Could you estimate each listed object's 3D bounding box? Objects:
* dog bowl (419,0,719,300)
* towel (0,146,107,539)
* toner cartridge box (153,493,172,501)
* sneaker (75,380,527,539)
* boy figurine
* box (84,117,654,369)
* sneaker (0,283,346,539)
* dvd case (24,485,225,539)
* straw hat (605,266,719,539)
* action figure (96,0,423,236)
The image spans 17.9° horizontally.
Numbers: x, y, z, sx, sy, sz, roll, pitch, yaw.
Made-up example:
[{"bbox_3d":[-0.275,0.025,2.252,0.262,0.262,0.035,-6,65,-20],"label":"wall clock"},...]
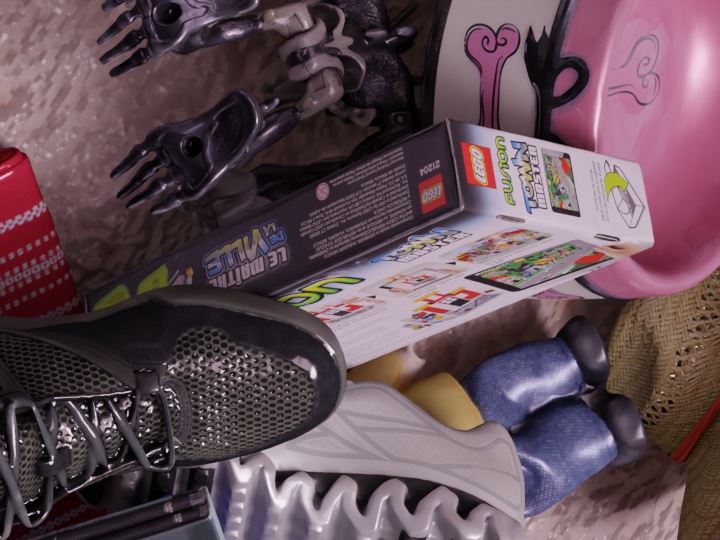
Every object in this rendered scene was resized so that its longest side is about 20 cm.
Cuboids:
[{"bbox_3d":[0.112,-0.078,0.948,0.200,0.074,0.200,-24,122,-47],"label":"dog bowl"},{"bbox_3d":[-0.167,0.063,0.905,0.145,0.022,0.200,-27,120,-20],"label":"towel"},{"bbox_3d":[-0.138,0.172,0.905,0.200,0.043,0.095,-27,126,5],"label":"toner cartridge box"},{"bbox_3d":[-0.028,0.078,0.924,0.200,0.081,0.075,16,139,-6],"label":"sneaker"},{"bbox_3d":[0.026,0.093,0.994,0.200,0.064,0.124,-24,78,-17],"label":"boy figurine"},{"bbox_3d":[0.000,0.000,0.876,0.110,0.200,0.035,10,65,-46],"label":"box"},{"bbox_3d":[-0.104,0.060,0.811,0.199,0.114,0.076,-1,120,0],"label":"sneaker"},{"bbox_3d":[-0.134,0.166,0.861,0.200,0.022,0.146,-17,127,-1],"label":"dvd case"},{"bbox_3d":[0.157,0.037,1.048,0.085,0.201,0.201,30,92,4],"label":"straw hat"},{"bbox_3d":[-0.038,-0.076,0.884,0.200,0.102,0.119,-14,89,-67],"label":"action figure"}]
